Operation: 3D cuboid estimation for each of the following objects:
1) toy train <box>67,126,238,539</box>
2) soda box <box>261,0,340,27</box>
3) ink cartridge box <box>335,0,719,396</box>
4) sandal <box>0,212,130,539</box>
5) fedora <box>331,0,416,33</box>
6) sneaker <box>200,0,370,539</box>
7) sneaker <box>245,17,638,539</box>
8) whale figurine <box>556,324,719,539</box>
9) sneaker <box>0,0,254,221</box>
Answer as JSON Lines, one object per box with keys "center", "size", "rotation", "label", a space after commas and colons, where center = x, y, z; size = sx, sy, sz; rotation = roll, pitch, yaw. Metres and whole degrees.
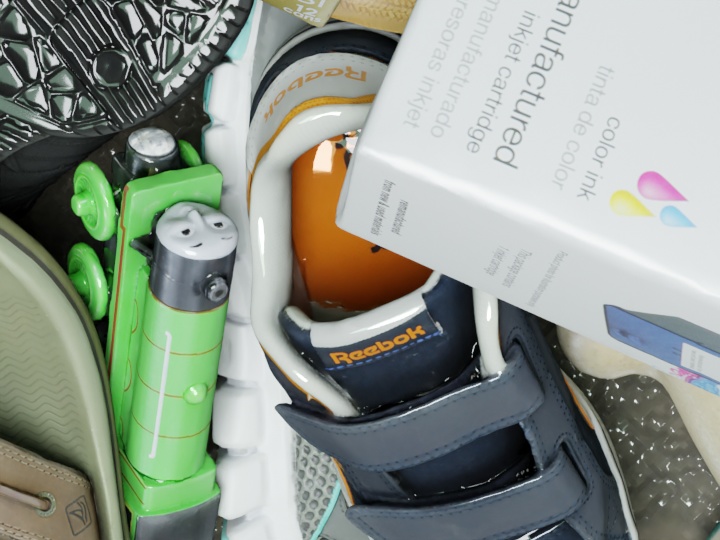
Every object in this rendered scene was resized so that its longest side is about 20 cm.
{"center": [-0.063, 0.050, 0.757], "size": [0.056, 0.041, 0.201], "rotation": [50, 143, 40], "label": "toy train"}
{"center": [0.005, -0.167, 0.644], "size": [0.064, 0.068, 0.201], "rotation": [23, 72, -7], "label": "soda box"}
{"center": [0.113, -0.043, 0.619], "size": [0.199, 0.088, 0.146], "rotation": [24, 78, 1], "label": "ink cartridge box"}
{"center": [-0.104, 0.066, 0.716], "size": [0.079, 0.057, 0.202], "rotation": [-11, 108, 20], "label": "sandal"}
{"center": [0.020, -0.146, 0.723], "size": [0.199, 0.082, 0.202], "rotation": [3, 75, -12], "label": "fedora"}
{"center": [0.000, 0.000, 0.776], "size": [0.090, 0.078, 0.202], "rotation": [-2, 105, 2], "label": "sneaker"}
{"center": [0.018, 0.033, 0.707], "size": [0.078, 0.079, 0.201], "rotation": [-22, 104, 12], "label": "sneaker"}
{"center": [0.137, 0.014, 0.748], "size": [0.158, 0.104, 0.201], "rotation": [2, 123, 10], "label": "whale figurine"}
{"center": [-0.110, -0.046, 0.768], "size": [0.199, 0.104, 0.060], "rotation": [-36, 96, 12], "label": "sneaker"}
